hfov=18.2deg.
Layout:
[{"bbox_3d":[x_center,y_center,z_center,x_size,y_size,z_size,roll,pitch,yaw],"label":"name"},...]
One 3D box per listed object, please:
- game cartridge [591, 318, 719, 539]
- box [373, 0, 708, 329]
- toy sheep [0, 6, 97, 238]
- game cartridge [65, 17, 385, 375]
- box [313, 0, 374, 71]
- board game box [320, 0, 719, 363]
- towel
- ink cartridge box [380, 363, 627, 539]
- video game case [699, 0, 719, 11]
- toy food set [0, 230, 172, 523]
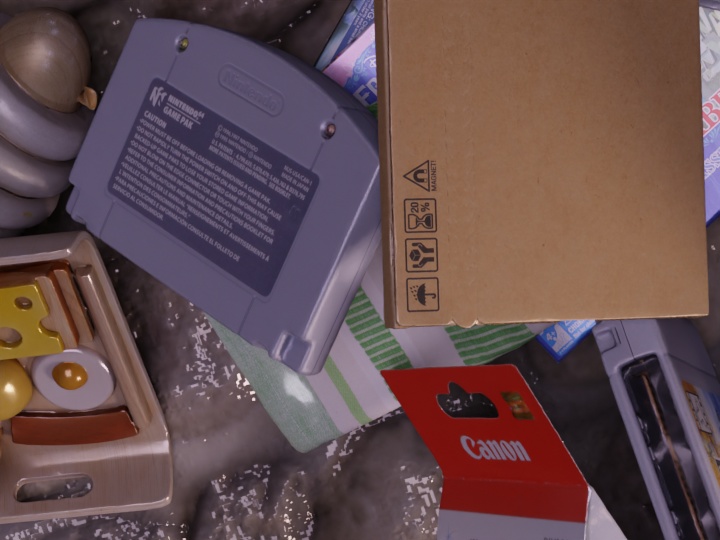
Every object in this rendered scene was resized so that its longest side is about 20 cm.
[{"bbox_3d":[0.176,0.110,1.144,0.041,0.133,0.201,-24,75,20],"label":"game cartridge"},{"bbox_3d":[0.088,-0.074,1.076,0.163,0.021,0.201,-2,89,-16],"label":"box"},{"bbox_3d":[-0.220,-0.071,1.222,0.200,0.138,0.138,-38,91,24],"label":"toy sheep"},{"bbox_3d":[-0.063,-0.049,1.143,0.200,0.041,0.134,33,107,38],"label":"game cartridge"},{"bbox_3d":[0.023,-0.059,1.229,0.137,0.040,0.201,31,102,2],"label":"box"},{"bbox_3d":[0.108,-0.092,1.171,0.200,0.041,0.200,-44,92,11],"label":"board game box"},{"bbox_3d":[0.000,0.000,1.176,0.200,0.023,0.153,-28,101,33],"label":"towel"},{"bbox_3d":[0.079,0.143,1.117,0.057,0.162,0.200,-42,103,-20],"label":"ink cartridge box"},{"bbox_3d":[0.155,-0.237,1.129,0.181,0.023,0.201,11,79,-11],"label":"video game case"},{"bbox_3d":[-0.197,0.063,1.234,0.143,0.061,0.201,-6,133,11],"label":"toy food set"}]
